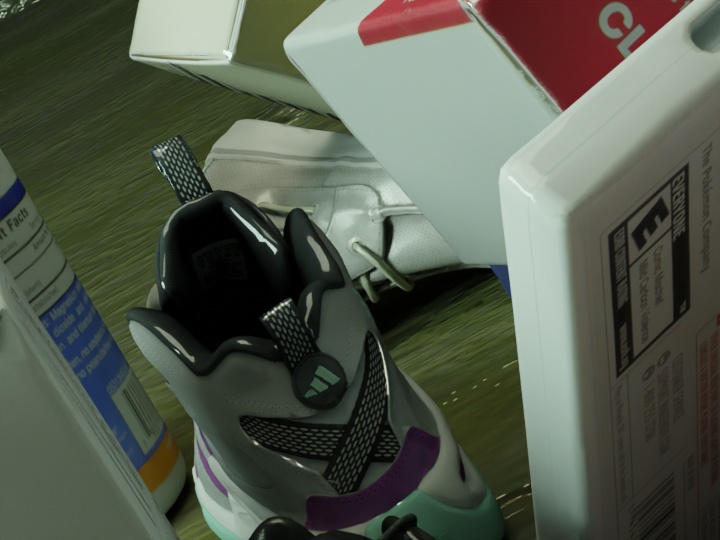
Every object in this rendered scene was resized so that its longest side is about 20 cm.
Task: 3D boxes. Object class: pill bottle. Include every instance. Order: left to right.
[{"bbox_3d":[-0.157,0.019,0.929,0.112,0.200,0.112,-28,14,8],"label":"pill bottle"}]

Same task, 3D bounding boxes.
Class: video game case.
[{"bbox_3d":[0.105,-0.014,0.584,0.182,0.200,0.023,-41,60,-19],"label":"video game case"}]

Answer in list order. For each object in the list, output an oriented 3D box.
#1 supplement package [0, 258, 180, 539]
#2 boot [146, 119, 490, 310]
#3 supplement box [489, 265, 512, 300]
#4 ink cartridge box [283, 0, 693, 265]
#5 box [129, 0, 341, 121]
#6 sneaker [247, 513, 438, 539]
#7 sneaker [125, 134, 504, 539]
[{"bbox_3d":[-0.140,0.112,0.669,0.200,0.156,0.111,-32,14,-4],"label":"supplement package"},{"bbox_3d":[0.000,0.000,0.986,0.200,0.074,0.096,6,66,49],"label":"boot"},{"bbox_3d":[0.120,-0.085,0.897,0.200,0.109,0.109,-42,11,-38],"label":"supplement box"},{"bbox_3d":[0.094,-0.097,0.651,0.200,0.083,0.146,-44,12,-12],"label":"ink cartridge box"},{"bbox_3d":[0.016,-0.094,0.981,0.200,0.082,0.068,15,-5,-39],"label":"box"},{"bbox_3d":[0.020,0.098,0.539,0.076,0.091,0.200,-35,16,-27],"label":"sneaker"},{"bbox_3d":[-0.031,0.020,0.795,0.078,0.140,0.200,-34,15,-14],"label":"sneaker"}]
